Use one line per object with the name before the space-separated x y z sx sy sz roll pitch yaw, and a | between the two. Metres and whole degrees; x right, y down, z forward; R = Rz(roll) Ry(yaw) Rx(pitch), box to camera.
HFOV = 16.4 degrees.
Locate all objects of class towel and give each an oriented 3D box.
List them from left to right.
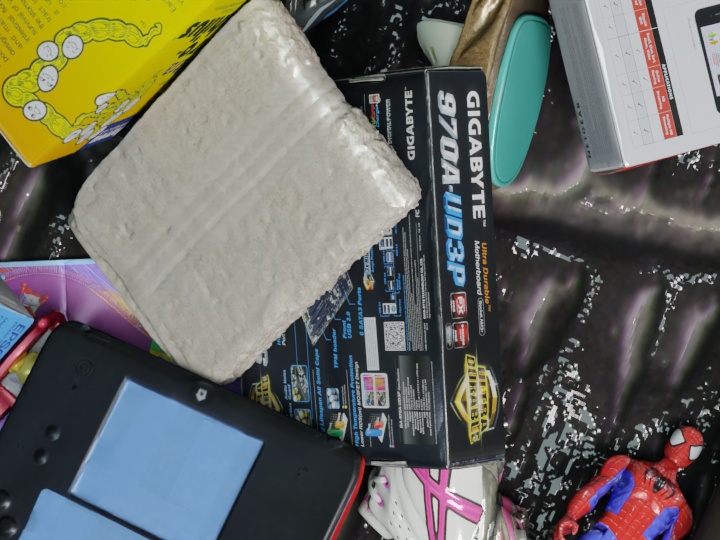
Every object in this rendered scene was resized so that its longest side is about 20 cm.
towel | -0.062 -0.035 1.268 0.133 0.034 0.200 52 130 4

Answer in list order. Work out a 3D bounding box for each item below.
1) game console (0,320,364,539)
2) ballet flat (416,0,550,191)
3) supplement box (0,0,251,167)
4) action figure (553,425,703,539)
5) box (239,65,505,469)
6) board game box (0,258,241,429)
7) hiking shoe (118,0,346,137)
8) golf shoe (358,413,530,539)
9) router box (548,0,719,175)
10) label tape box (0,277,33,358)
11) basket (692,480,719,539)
game console | -0.114 0.137 1.281 0.199 0.031 0.178 23 86 24
ballet flat | 0.070 -0.145 1.313 0.072 0.068 0.201 16 96 25
supplement box | -0.106 -0.159 1.218 0.200 0.109 0.110 -39 87 21
action figure | 0.124 0.154 1.288 0.065 0.052 0.200 35 58 6
box | 0.000 0.000 1.286 0.158 0.046 0.202 -3 92 47
board game box | -0.163 0.074 1.359 0.198 0.039 0.159 -2 94 7
hiking shoe | -0.060 -0.132 1.316 0.199 0.087 0.075 -30 89 24
golf shoe | 0.038 0.105 1.324 0.091 0.073 0.202 -11 93 8
router box | 0.182 -0.167 1.270 0.178 0.049 0.202 -14 92 -15
label tape box | -0.287 0.009 1.347 0.143 0.066 0.200 -48 56 7
basket | 0.265 0.091 1.268 0.180 0.136 0.201 16 88 44
